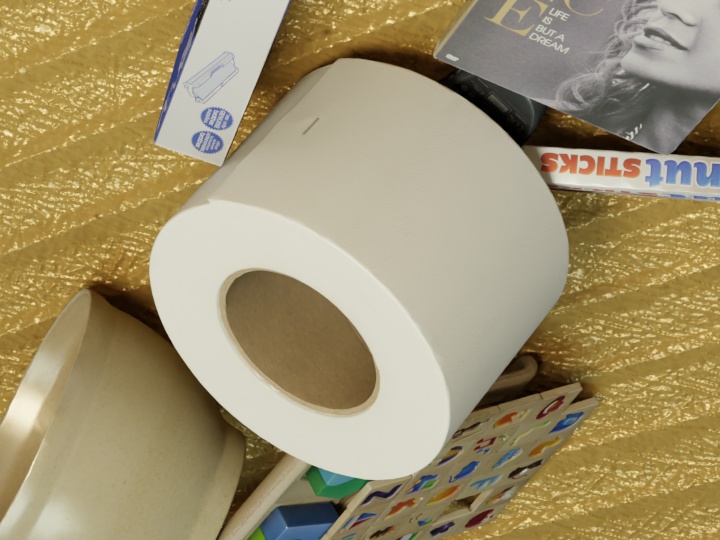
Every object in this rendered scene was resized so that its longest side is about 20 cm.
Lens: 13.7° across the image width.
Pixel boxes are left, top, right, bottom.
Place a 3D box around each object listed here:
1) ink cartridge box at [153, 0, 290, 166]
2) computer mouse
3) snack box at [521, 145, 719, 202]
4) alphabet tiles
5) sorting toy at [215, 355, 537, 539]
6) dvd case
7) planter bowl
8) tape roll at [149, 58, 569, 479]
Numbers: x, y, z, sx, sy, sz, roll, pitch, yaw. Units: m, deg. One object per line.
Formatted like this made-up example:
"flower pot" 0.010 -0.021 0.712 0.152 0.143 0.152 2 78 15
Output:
"ink cartridge box" -0.060 -0.157 1.617 0.044 0.094 0.200 18 139 -7
"computer mouse" 0.044 -0.077 1.738 0.059 0.034 0.200 44 139 -14
"snack box" 0.193 -0.052 1.703 0.200 0.024 0.072 4 178 8
"alphabet tiles" 0.059 0.133 1.903 0.167 0.008 0.200 -13 155 -34
"sorting toy" 0.004 0.132 1.881 0.200 0.037 0.185 -17 157 -39
"dvd case" 0.147 -0.143 1.576 0.149 0.016 0.200 22 142 -14
"planter bowl" -0.156 0.129 1.881 0.135 0.200 0.200 26 137 -14
"tape roll" 0.000 0.000 1.700 0.202 0.139 0.203 25 141 22
